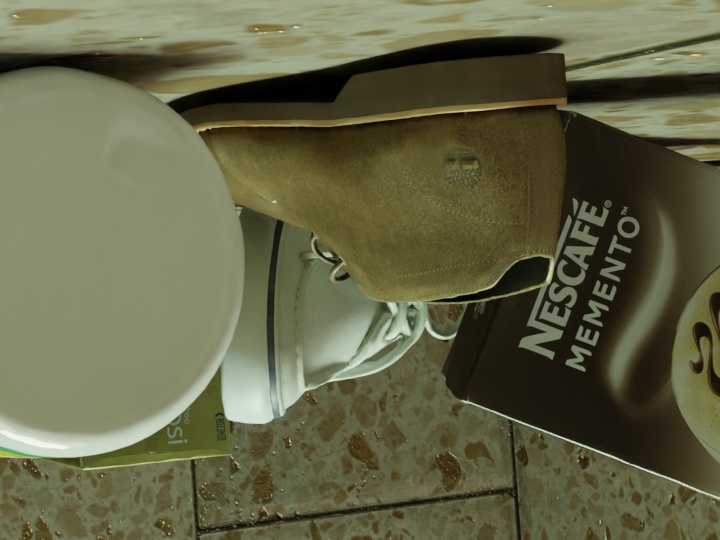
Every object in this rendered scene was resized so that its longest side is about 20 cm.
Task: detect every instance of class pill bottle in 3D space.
[{"bbox_3d":[-0.128,0.003,0.684,0.112,0.114,0.200,-3,177,-30],"label":"pill bottle"}]

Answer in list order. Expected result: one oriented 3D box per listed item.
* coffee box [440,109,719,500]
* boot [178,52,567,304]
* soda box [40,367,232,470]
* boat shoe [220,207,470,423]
[{"bbox_3d":[0.142,0.027,0.796,0.199,0.114,0.080,20,-177,-4],"label":"coffee box"},{"bbox_3d":[-0.009,-0.024,0.712,0.073,0.076,0.199,-8,-177,-37],"label":"boot"},{"bbox_3d":[-0.111,0.047,0.932,0.064,0.068,0.200,-5,179,-17],"label":"soda box"},{"bbox_3d":[0.000,0.004,0.830,0.085,0.075,0.202,3,-162,7],"label":"boat shoe"}]
